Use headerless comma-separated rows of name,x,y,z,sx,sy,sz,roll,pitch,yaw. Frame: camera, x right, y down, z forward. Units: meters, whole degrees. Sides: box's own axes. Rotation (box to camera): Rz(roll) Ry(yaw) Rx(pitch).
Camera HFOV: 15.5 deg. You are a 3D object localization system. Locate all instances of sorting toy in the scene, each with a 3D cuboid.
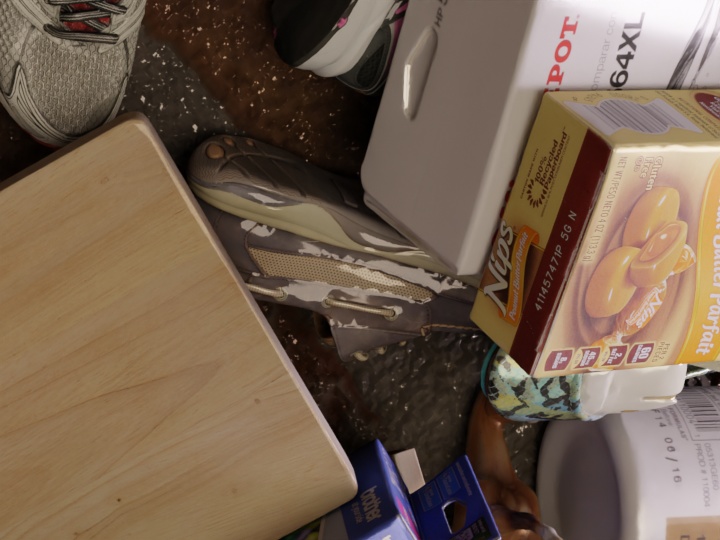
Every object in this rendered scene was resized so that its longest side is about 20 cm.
sorting toy,-0.135,0.054,1.182,0.199,0.070,0.199,-28,108,5

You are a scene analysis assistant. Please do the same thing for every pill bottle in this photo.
pill bottle,0.199,0.115,1.331,0.199,0.114,0.115,-1,107,-21

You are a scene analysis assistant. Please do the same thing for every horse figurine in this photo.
horse figurine,0.070,0.160,1.304,0.050,0.133,0.201,-7,122,-23

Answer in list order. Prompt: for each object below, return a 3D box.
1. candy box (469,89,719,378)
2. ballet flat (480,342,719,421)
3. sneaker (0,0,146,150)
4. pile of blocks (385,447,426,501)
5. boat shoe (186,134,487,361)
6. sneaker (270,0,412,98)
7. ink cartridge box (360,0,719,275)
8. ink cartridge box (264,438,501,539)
candy box,0.154,-0.019,1.187,0.199,0.055,0.116,-3,123,-36
ballet flat,0.143,0.033,1.265,0.199,0.074,0.075,-22,116,-43
sneaker,-0.122,-0.149,1.141,0.077,0.082,0.201,-1,107,-21
pile of blocks,0.009,0.182,1.297,0.062,0.082,0.201,-16,112,-16
boat shoe,0.000,0.000,1.250,0.199,0.075,0.074,21,110,-18
sneaker,0.043,-0.166,1.214,0.086,0.080,0.200,29,103,-38
ink cartridge box,0.115,-0.081,1.216,0.199,0.084,0.147,-5,121,-37
ink cartridge box,-0.037,0.139,1.195,0.199,0.119,0.042,-28,104,2
